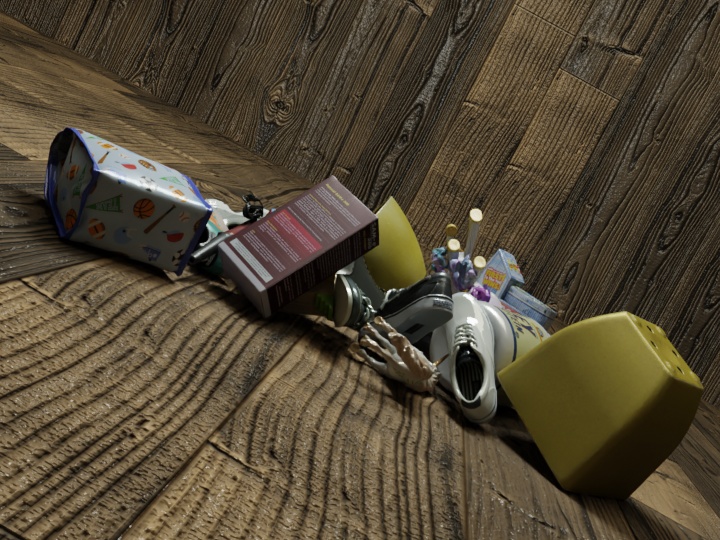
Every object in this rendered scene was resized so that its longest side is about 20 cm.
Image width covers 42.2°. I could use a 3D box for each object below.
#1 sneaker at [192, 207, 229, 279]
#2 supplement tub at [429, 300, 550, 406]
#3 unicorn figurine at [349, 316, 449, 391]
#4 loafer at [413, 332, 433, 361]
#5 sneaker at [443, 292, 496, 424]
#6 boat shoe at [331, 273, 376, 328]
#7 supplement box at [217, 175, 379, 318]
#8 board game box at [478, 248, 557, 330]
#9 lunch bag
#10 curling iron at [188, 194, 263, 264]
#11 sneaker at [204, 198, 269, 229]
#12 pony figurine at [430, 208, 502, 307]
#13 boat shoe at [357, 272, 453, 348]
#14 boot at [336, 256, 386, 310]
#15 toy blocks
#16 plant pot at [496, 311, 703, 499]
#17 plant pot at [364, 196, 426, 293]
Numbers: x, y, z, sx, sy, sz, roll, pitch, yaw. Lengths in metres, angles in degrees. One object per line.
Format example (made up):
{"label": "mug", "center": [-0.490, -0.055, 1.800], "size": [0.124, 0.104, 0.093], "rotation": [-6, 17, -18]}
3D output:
{"label": "sneaker", "center": [-0.243, -0.060, 1.358], "size": [0.079, 0.072, 0.200], "rotation": [27, 9, -42]}
{"label": "supplement tub", "center": [0.215, 0.134, 1.454], "size": [0.144, 0.146, 0.199], "rotation": [35, 10, 39]}
{"label": "unicorn figurine", "center": [0.057, 0.122, 1.267], "size": [0.137, 0.074, 0.200], "rotation": [37, 5, -4]}
{"label": "loafer", "center": [0.071, 0.083, 1.545], "size": [0.199, 0.071, 0.068], "rotation": [31, 9, 19]}
{"label": "sneaker", "center": [0.155, 0.111, 1.311], "size": [0.071, 0.072, 0.202], "rotation": [61, 16, -56]}
{"label": "boat shoe", "center": [-0.008, 0.045, 1.311], "size": [0.061, 0.074, 0.200], "rotation": [4, -4, -6]}
{"label": "supplement box", "center": [-0.082, -0.035, 1.273], "size": [0.109, 0.199, 0.061], "rotation": [44, -24, 31]}
{"label": "board game box", "center": [0.275, 0.074, 1.829], "size": [0.199, 0.202, 0.061], "rotation": [34, 10, 39]}
{"label": "lunch bag", "center": [-0.307, -0.097, 1.200], "size": [0.169, 0.125, 0.200], "rotation": [21, 19, -37]}
{"label": "curling iron", "center": [-0.187, -0.054, 1.291], "size": [0.025, 0.050, 0.200], "rotation": [-2, 25, 25]}
{"label": "sneaker", "center": [-0.197, -0.063, 1.580], "size": [0.079, 0.074, 0.199], "rotation": [44, 21, 31]}
{"label": "pony figurine", "center": [0.179, 0.022, 1.646], "size": [0.164, 0.201, 0.195], "rotation": [1, 55, -1]}
{"label": "boat shoe", "center": [0.062, 0.057, 1.328], "size": [0.073, 0.069, 0.199], "rotation": [16, -29, -23]}
{"label": "boot", "center": [0.000, 0.000, 1.518], "size": [0.137, 0.202, 0.077], "rotation": [29, -28, -18]}
{"label": "toy blocks", "center": [-0.105, -0.015, 1.347], "size": [0.134, 0.101, 0.202], "rotation": [7, 49, -5]}
{"label": "plant pot", "center": [0.349, 0.171, 1.290], "size": [0.194, 0.200, 0.195], "rotation": [21, 32, -47]}
{"label": "plant pot", "center": [0.035, -0.011, 1.659], "size": [0.142, 0.200, 0.200], "rotation": [44, 7, -4]}
